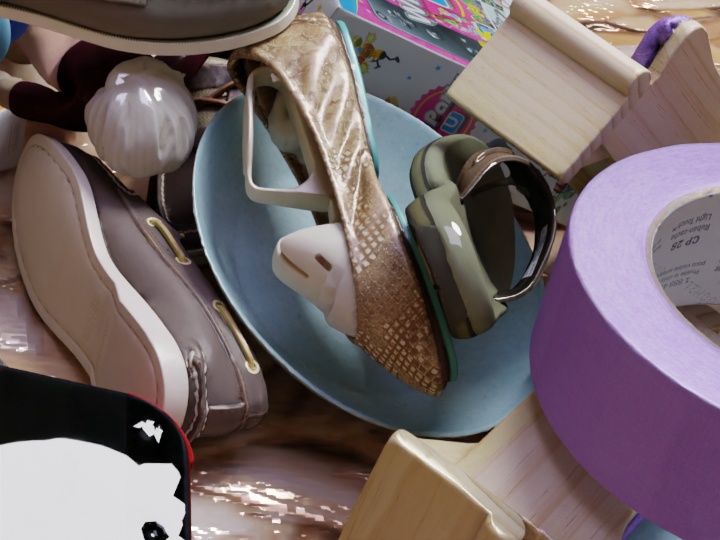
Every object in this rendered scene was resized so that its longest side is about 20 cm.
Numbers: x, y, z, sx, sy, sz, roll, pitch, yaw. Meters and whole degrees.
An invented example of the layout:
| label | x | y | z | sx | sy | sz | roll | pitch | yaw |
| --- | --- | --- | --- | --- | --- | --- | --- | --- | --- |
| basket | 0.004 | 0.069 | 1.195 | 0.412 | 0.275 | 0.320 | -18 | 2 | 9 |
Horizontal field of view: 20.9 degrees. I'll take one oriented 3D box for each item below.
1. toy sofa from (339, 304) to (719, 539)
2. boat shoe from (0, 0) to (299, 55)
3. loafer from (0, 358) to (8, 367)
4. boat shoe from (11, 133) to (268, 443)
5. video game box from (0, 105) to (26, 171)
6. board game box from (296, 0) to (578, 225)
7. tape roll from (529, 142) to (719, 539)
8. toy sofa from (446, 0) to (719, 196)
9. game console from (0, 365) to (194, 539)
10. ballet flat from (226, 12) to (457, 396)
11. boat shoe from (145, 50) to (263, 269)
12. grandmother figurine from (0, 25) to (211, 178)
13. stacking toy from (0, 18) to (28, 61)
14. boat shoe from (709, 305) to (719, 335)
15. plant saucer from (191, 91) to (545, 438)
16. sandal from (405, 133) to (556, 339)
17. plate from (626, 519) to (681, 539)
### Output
| label | x | y | z | sx | sy | sz | roll | pitch | yaw |
| --- | --- | --- | --- | --- | --- | --- | --- | --- | --- |
| toy sofa | 0.086 | 0.081 | 0.832 | 0.098 | 0.083 | 0.200 | 37 | 41 | 13 |
| boat shoe | -0.125 | -0.146 | 0.879 | 0.201 | 0.060 | 0.072 | 7 | 46 | -5 |
| loafer | -0.206 | 0.075 | 0.772 | 0.072 | 0.063 | 0.200 | 29 | 37 | 22 |
| boat shoe | -0.106 | 0.006 | 0.899 | 0.059 | 0.072 | 0.200 | 1 | 35 | -33 |
| video game box | -0.302 | -0.083 | 0.976 | 0.200 | 0.047 | 0.182 | 30 | 39 | 21 |
| board game box | 0.034 | -0.119 | 1.069 | 0.200 | 0.064 | 0.148 | 19 | 28 | -31 |
| tape roll | 0.172 | 0.031 | 0.784 | 0.200 | 0.066 | 0.200 | 9 | 35 | -7 |
| toy sofa | 0.134 | -0.065 | 0.970 | 0.083 | 0.098 | 0.200 | 40 | 1 | 34 |
| game console | -0.145 | 0.113 | 0.724 | 0.177 | 0.031 | 0.200 | 13 | 42 | -19 |
| ballet flat | -0.015 | -0.026 | 0.878 | 0.065 | 0.071 | 0.200 | -12 | 60 | -13 |
| boat shoe | -0.078 | -0.076 | 1.001 | 0.072 | 0.072 | 0.200 | -8 | 34 | 11 |
| grandmother figurine | -0.123 | -0.099 | 0.965 | 0.121 | 0.061 | 0.200 | -29 | 31 | -4 |
| stacking toy | -0.176 | -0.158 | 0.966 | 0.085 | 0.085 | 0.200 | 27 | 55 | 18 |
| boat shoe | 0.204 | -0.006 | 0.934 | 0.069 | 0.200 | 0.071 | 39 | 67 | 12 |
| plant saucer | 0.000 | 0.000 | 0.933 | 0.201 | 0.039 | 0.201 | 21 | 46 | -24 |
| sandal | 0.061 | -0.018 | 0.877 | 0.057 | 0.080 | 0.201 | -25 | 11 | 10 |
| plate | 0.158 | 0.152 | 0.769 | 0.200 | 0.026 | 0.200 | -16 | 33 | 11 |
